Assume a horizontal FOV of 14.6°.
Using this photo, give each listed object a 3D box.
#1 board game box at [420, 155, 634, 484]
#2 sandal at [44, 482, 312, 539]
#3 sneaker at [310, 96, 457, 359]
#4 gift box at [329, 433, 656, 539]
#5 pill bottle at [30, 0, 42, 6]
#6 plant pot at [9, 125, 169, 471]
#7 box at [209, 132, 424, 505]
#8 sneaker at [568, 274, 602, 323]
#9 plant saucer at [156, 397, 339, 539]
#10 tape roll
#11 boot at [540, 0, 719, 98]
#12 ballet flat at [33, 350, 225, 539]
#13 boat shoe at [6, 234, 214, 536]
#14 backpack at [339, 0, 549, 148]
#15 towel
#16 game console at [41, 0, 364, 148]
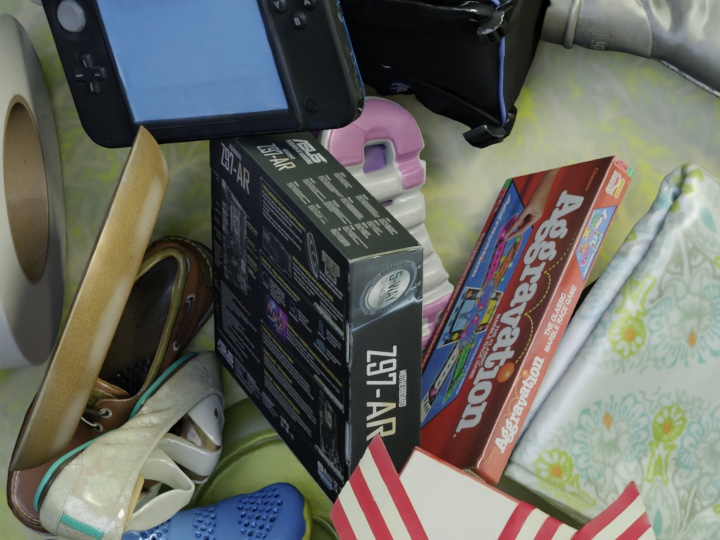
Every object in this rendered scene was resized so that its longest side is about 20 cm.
[{"bbox_3d":[0.078,0.029,1.552,0.019,0.103,0.201,37,65,-26],"label":"board game box"},{"bbox_3d":[-0.121,0.170,1.591,0.199,0.080,0.087,-27,116,7],"label":"sandal"},{"bbox_3d":[0.000,0.000,1.616,0.080,0.088,0.201,-13,99,-31],"label":"sneaker"},{"bbox_3d":[0.070,0.195,1.448,0.184,0.187,0.201,21,79,19],"label":"gift box"},{"bbox_3d":[-0.157,-0.219,1.627,0.112,0.112,0.201,-18,85,10],"label":"pill bottle"},{"bbox_3d":[-0.144,0.019,1.527,0.027,0.200,0.201,21,93,-5],"label":"plant pot"},{"bbox_3d":[-0.027,0.019,1.538,0.043,0.200,0.161,-11,120,-21],"label":"box"},{"bbox_3d":[0.134,0.043,1.581,0.200,0.091,0.076,-39,81,7],"label":"sneaker"},{"bbox_3d":[-0.032,0.168,1.641,0.199,0.031,0.201,0,90,10],"label":"plant saucer"},{"bbox_3d":[-0.206,-0.045,1.590,0.037,0.203,0.204,-4,89,7],"label":"tape roll"},{"bbox_3d":[0.217,-0.170,1.578,0.199,0.073,0.183,16,81,7],"label":"boot"},{"bbox_3d":[-0.113,0.108,1.583,0.062,0.200,0.068,28,121,13],"label":"ballet flat"},{"bbox_3d":[-0.154,0.066,1.645,0.072,0.068,0.201,30,95,9],"label":"boat shoe"},{"bbox_3d":[0.010,-0.189,1.566,0.199,0.183,0.147,18,70,11],"label":"backpack"},{"bbox_3d":[0.186,0.064,1.545,0.171,0.048,0.200,32,93,-31],"label":"towel"},{"bbox_3d":[-0.122,-0.133,1.480,0.199,0.118,0.171,-2,112,38],"label":"game console"}]
